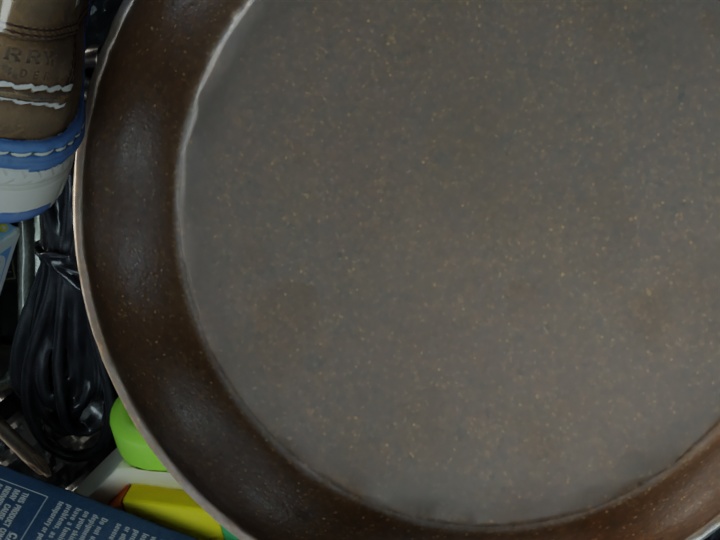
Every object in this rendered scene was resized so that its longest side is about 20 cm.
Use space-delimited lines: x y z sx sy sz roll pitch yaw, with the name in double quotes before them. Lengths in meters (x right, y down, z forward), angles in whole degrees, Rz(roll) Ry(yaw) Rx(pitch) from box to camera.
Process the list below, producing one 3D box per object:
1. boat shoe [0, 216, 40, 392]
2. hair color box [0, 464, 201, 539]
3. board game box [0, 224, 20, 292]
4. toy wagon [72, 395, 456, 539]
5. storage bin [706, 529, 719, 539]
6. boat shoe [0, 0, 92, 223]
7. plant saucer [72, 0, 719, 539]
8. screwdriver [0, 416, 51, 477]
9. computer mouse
"boat shoe" -0.122 -0.062 0.791 0.071 0.064 0.200 -10 106 12
"hair color box" -0.057 0.122 0.715 0.200 0.061 0.100 20 136 9
"board game box" -0.215 -0.007 0.765 0.200 0.105 0.103 33 128 12
"toy wagon" -0.029 0.098 0.752 0.200 0.040 0.155 4 129 22
"storage bin" 0.132 0.088 0.722 0.094 0.200 0.135 11 111 -15
"boat shoe" -0.090 -0.092 0.678 0.072 0.200 0.072 12 121 -22
"plant saucer" 0.028 -0.017 0.656 0.200 0.034 0.201 -1 87 16
"screwdriver" -0.168 -0.007 0.840 0.200 0.029 0.028 43 109 -11
"computer mouse" 0.000 0.000 0.729 0.200 0.046 0.141 11 120 16
